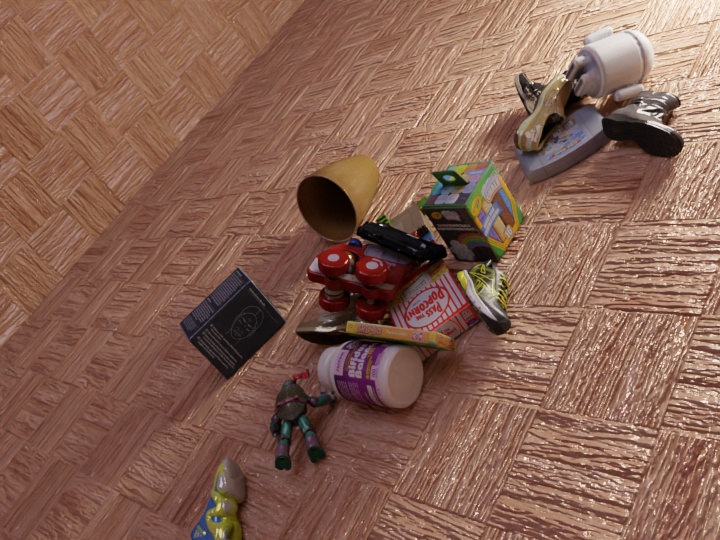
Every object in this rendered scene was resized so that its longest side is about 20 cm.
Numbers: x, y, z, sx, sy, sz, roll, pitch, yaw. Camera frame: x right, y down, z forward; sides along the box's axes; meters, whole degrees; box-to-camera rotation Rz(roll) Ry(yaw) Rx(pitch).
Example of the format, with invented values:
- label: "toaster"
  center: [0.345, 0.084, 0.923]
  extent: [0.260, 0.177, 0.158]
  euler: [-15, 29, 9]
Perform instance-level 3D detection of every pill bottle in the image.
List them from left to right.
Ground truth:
- label: "pill bottle"
  center: [0.012, 0.189, 1.394]
  extent: [0.197, 0.113, 0.113]
  euler: [-2, 46, 45]

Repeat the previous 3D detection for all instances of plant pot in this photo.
- label: "plant pot"
  center: [-0.037, -0.209, 1.919]
  extent: [0.183, 0.189, 0.200]
  euler: [-7, 30, 42]

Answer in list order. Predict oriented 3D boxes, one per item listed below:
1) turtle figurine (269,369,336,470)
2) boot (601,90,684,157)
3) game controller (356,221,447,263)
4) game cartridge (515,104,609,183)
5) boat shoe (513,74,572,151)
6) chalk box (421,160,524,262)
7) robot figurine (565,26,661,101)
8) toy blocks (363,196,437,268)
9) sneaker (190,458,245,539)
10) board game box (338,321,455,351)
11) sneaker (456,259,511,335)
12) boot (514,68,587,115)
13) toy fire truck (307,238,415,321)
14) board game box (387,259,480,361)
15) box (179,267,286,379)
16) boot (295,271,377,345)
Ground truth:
- label: "turtle figurine"
  center: [-0.125, 0.279, 1.449]
  extent: [0.147, 0.101, 0.203]
  euler: [-29, 38, 16]
- label: "boot"
  center: [0.578, -0.298, 1.458]
  extent: [0.130, 0.071, 0.200]
  euler: [-34, 38, -11]
- label: "game controller"
  center: [0.085, -0.059, 1.552]
  extent: [0.198, 0.103, 0.043]
  euler: [25, 104, 41]
- label: "game cartridge"
  center: [0.433, -0.269, 1.604]
  extent: [0.197, 0.042, 0.134]
  euler: [-31, 28, 15]
- label: "boat shoe"
  center: [0.414, -0.335, 1.625]
  extent: [0.075, 0.072, 0.202]
  euler: [23, 75, 44]
- label: "chalk box"
  center: [0.216, -0.133, 1.501]
  extent: [0.123, 0.201, 0.125]
  euler: [5, 50, 48]
- label: "robot figurine"
  center: [0.541, -0.442, 1.607]
  extent: [0.195, 0.173, 0.113]
  euler: [-20, -13, -8]
- label: "toy blocks"
  center: [0.091, -0.053, 1.658]
  extent: [0.197, 0.100, 0.139]
  euler: [-31, 43, 14]
- label: "sneaker"
  center: [-0.274, 0.450, 1.404]
  extent: [0.104, 0.076, 0.202]
  euler: [-30, 33, 16]
- label: "board game box"
  center: [0.064, 0.118, 1.353]
  extent: [0.195, 0.095, 0.031]
  euler: [2, 79, 27]
- label: "sneaker"
  center: [0.239, 0.039, 1.378]
  extent: [0.084, 0.075, 0.201]
  euler: [-34, 31, 6]
- label: "boot"
  center: [0.447, -0.426, 1.754]
  extent: [0.148, 0.073, 0.203]
  euler: [-29, 36, 18]
- label: "toy fire truck"
  center: [0.000, 0.000, 1.529]
  extent: [0.195, 0.115, 0.169]
  euler: [13, 37, 18]
- label: "board game box"
  center: [0.134, 0.073, 1.475]
  extent: [0.150, 0.047, 0.201]
  euler: [-36, 31, 7]
- label: "box"
  center: [-0.302, 0.124, 1.784]
  extent: [0.200, 0.149, 0.107]
  euler: [-43, 31, -8]
- label: "boot"
  center: [-0.044, 0.071, 1.607]
  extent: [0.196, 0.072, 0.159]
  euler: [-11, 59, 30]
